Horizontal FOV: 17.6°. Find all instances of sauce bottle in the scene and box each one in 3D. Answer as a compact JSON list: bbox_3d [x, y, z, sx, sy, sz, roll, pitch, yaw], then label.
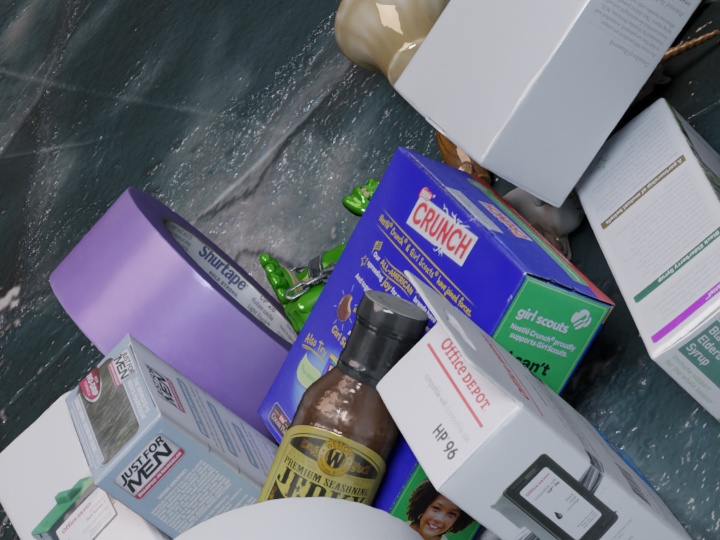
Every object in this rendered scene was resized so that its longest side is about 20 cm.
[{"bbox_3d":[-0.017,0.109,1.333,0.065,0.064,0.201,41,113,60],"label":"sauce bottle"}]

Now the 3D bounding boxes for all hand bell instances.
[{"bbox_3d":[0.058,-0.127,1.698,0.104,0.104,0.200,-40,45,17],"label":"hand bell"}]

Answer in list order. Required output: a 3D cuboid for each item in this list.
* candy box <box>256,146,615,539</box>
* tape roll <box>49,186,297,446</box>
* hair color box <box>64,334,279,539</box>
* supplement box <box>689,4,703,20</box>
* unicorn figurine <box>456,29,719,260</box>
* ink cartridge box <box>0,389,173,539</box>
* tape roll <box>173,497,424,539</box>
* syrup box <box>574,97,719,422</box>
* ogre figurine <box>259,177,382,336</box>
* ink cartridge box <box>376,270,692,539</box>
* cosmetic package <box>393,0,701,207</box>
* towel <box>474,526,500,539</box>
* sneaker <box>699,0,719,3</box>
[{"bbox_3d":[0.040,0.053,1.402,0.200,0.077,0.169,-62,36,16],"label":"candy box"},{"bbox_3d":[-0.113,0.039,1.602,0.085,0.200,0.200,-47,30,4],"label":"tape roll"},{"bbox_3d":[-0.081,0.134,1.412,0.061,0.200,0.099,-45,31,8],"label":"hair color box"},{"bbox_3d":[0.139,-0.216,1.636,0.086,0.110,0.200,-49,30,0],"label":"supplement box"},{"bbox_3d":[0.133,-0.094,1.516,0.074,0.137,0.201,18,86,49],"label":"unicorn figurine"},{"bbox_3d":[-0.130,0.188,1.441,0.084,0.146,0.200,-41,53,6],"label":"ink cartridge box"},{"bbox_3d":[-0.040,0.223,1.295,0.202,0.202,0.071,-40,38,16],"label":"tape roll"},{"bbox_3d":[0.196,-0.007,1.361,0.081,0.079,0.200,-40,32,17],"label":"syrup box"},{"bbox_3d":[0.000,0.000,1.582,0.120,0.200,0.098,-27,74,-3],"label":"ogre figurine"},{"bbox_3d":[0.083,0.098,1.273,0.068,0.200,0.116,-46,30,7],"label":"ink cartridge box"},{"bbox_3d":[0.122,-0.154,1.391,0.200,0.081,0.113,-56,41,13],"label":"cosmetic package"},{"bbox_3d":[0.020,0.152,1.475,0.200,0.023,0.153,-32,35,28],"label":"towel"},{"bbox_3d":[0.272,-0.200,1.329,0.200,0.060,0.104,-44,22,28],"label":"sneaker"}]
